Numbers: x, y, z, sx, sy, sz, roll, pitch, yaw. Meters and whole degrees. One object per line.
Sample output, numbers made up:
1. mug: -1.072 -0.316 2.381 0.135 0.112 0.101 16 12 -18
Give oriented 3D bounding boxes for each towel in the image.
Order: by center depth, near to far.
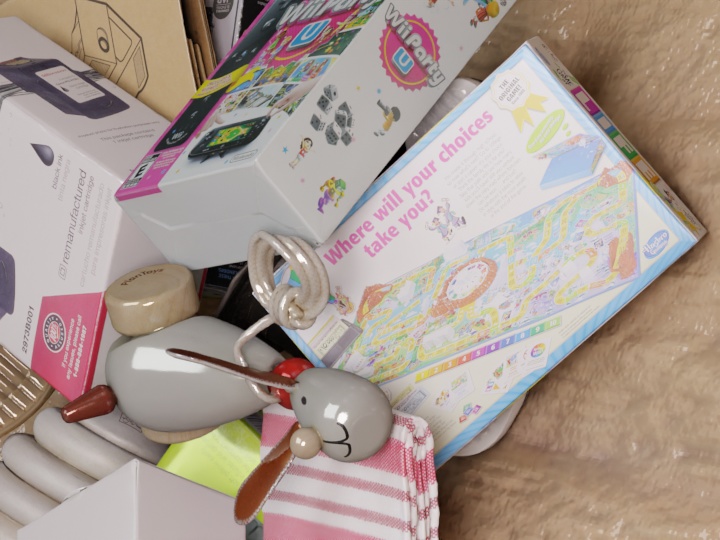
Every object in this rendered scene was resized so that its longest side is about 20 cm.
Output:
1. towel: -0.003 0.165 1.543 0.146 0.030 0.201 7 101 56

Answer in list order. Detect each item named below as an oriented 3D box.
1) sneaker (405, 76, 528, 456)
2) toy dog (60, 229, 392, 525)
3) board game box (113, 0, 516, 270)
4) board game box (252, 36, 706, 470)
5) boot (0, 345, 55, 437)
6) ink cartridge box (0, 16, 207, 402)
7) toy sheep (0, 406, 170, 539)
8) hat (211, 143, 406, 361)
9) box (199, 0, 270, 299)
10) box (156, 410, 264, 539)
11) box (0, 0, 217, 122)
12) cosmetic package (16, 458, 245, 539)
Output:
1. sneaker: 0.065 -0.003 1.588 0.078 0.079 0.201 2 94 19
2. toy dog: -0.081 0.064 1.517 0.096 0.132 0.200 -33 10 -30
3. board game box: -0.022 -0.096 1.562 0.147 0.064 0.200 -9 37 54
4. board game box: 0.060 -0.004 1.524 0.200 0.135 0.034 -42 -3 18
5. boot: -0.214 0.062 1.830 0.200 0.072 0.166 -40 -4 -17
6. ink cartridge box: -0.179 -0.037 1.686 0.200 0.084 0.146 35 123 36
7. toy sheep: -0.169 0.143 1.762 0.138 0.137 0.201 25 91 56
8. hat: 0.000 0.000 1.646 0.081 0.200 0.201 34 100 15
9. box: -0.089 -0.084 1.739 0.116 0.060 0.201 0 80 52
10. box: -0.091 0.182 1.659 0.122 0.048 0.200 41 105 23
11. box: -0.154 -0.106 1.738 0.200 0.021 0.165 -25 73 46
12. cosmetic package: -0.120 0.215 1.548 0.107 0.085 0.201 -30 49 38
